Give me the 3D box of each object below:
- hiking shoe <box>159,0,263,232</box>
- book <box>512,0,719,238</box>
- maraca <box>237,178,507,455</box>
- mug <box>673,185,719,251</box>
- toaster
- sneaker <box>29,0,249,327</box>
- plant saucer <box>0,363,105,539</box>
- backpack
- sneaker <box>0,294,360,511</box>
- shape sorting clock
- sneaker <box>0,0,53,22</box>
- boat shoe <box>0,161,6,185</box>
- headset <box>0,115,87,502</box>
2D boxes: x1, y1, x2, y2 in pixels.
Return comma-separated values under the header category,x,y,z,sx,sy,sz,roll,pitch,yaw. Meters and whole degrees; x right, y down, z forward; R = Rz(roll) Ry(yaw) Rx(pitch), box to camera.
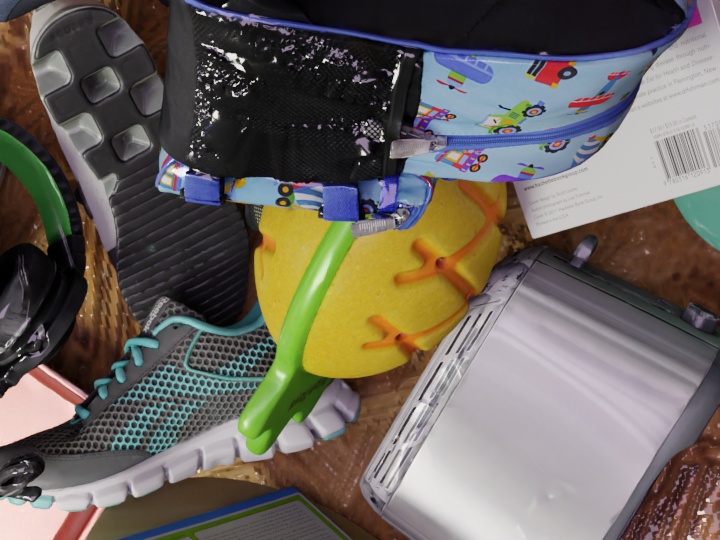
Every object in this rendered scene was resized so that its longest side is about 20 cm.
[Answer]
category,x,y,z,sx,sy,sz,roll,pitch,yaw
hiking shoe,-0.038,-0.071,0.963,0.200,0.076,0.101,42,99,2
book,0.100,-0.126,0.832,0.133,0.048,0.202,-16,91,48
maraca,0.000,0.000,0.887,0.107,0.137,0.201,35,118,15
mug,0.203,-0.058,0.880,0.151,0.114,0.187,27,85,-38
toaster,0.088,0.084,0.945,0.128,0.114,0.201,32,104,8
sneaker,-0.115,-0.056,0.989,0.073,0.089,0.202,-23,117,-9
plant saucer,-0.241,0.112,1.045,0.199,0.037,0.201,34,102,3
backpack,0.025,-0.104,0.757,0.198,0.184,0.136,6,131,-5
sneaker,-0.102,0.060,0.968,0.198,0.077,0.092,-16,97,-20
shape sorting clock,-0.043,0.171,0.937,0.198,0.200,0.040,24,115,6
sneaker,-0.068,-0.128,0.879,0.201,0.077,0.147,-29,94,-1
boat shoe,-0.233,0.002,0.977,0.074,0.066,0.201,23,77,2
headset,-0.182,0.014,0.918,0.094,0.123,0.202,-22,65,46
